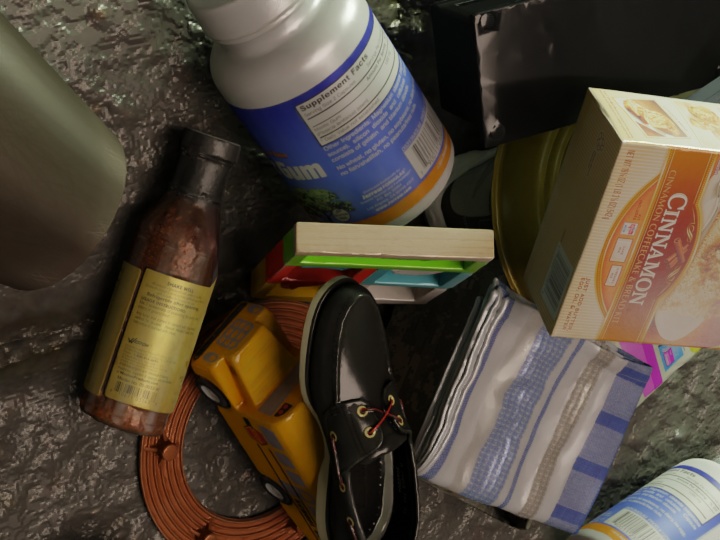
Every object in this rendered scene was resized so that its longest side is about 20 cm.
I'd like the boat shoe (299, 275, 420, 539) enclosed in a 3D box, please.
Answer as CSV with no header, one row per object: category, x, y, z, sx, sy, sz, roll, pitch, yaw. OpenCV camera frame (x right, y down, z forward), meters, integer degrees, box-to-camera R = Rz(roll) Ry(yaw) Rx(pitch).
boat shoe,0.005,0.102,1.156,0.073,0.063,0.203,-21,116,-39

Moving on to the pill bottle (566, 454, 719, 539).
pill bottle,0.279,0.233,1.513,0.199,0.112,0.113,-26,119,-30

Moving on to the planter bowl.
planter bowl,0.189,-0.050,1.268,0.199,0.083,0.202,0,89,-44

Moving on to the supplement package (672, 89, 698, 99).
supplement package,0.306,-0.143,1.343,0.155,0.200,0.111,13,122,-40

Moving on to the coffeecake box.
coffeecake box,0.230,-0.029,1.170,0.198,0.073,0.154,5,123,-18

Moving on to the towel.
towel,0.126,0.104,1.252,0.199,0.024,0.148,26,88,-42

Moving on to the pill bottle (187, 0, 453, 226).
pill bottle,-0.029,-0.124,1.150,0.112,0.112,0.200,-48,127,-16

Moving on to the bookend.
bookend,0.123,-0.176,1.231,0.197,0.200,0.093,-16,114,-20

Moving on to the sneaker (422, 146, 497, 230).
sneaker,0.140,-0.082,1.328,0.200,0.079,0.074,-38,122,-24

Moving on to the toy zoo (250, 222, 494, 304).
toy zoo,0.000,0.000,1.181,0.130,0.200,0.021,2,79,-14

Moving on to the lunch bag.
lunch bag,0.105,0.097,1.330,0.200,0.117,0.165,32,76,-45

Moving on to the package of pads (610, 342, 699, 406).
package of pads,0.230,-0.010,1.427,0.154,0.068,0.201,-38,124,-23

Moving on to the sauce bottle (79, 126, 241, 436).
sauce bottle,-0.127,0.007,1.153,0.066,0.066,0.201,17,94,-40

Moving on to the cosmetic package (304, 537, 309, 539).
cosmetic package,0.017,0.286,1.349,0.102,0.074,0.200,-50,129,-15

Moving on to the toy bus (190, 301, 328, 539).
toy bus,-0.040,0.115,1.216,0.065,0.078,0.201,-48,132,-23

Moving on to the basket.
basket,-0.240,-0.083,0.998,0.200,0.136,0.181,36,83,-43

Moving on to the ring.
ring,-0.071,0.120,1.263,0.199,0.019,0.202,-13,112,-35

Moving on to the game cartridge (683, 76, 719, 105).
game cartridge,0.295,-0.062,1.234,0.133,0.041,0.200,-31,128,12
